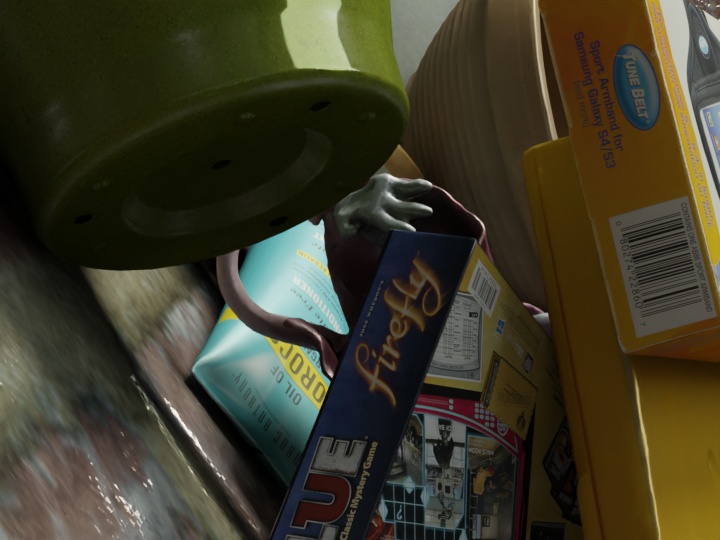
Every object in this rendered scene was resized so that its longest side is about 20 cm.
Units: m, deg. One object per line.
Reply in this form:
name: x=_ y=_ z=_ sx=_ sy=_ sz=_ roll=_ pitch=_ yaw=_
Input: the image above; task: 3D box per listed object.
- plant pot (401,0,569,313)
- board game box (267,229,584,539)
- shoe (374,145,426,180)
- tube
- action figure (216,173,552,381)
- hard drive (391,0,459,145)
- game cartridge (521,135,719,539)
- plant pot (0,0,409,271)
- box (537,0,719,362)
plant pot: x=0.080 y=-0.054 z=1.183 sx=0.201 sy=0.092 sz=0.202 roll=46 pitch=37 yaw=-50
board game box: x=0.041 y=0.095 z=0.851 sx=0.034 sy=0.136 sz=0.200 roll=7 pitch=-27 yaw=32
shoe: x=0.000 y=0.000 z=1.160 sx=0.070 sy=0.053 sz=0.201 roll=25 pitch=-29 yaw=27
tube: x=-0.030 y=0.025 z=1.017 sx=0.078 sy=0.050 sz=0.200 roll=48 pitch=21 yaw=-15
action figure: x=0.025 y=0.059 z=0.974 sx=0.148 sy=0.135 sz=0.200 roll=17 pitch=-21 yaw=21
hard drive: x=-0.009 y=-0.129 z=1.171 sx=0.200 sy=0.033 sz=0.141 roll=44 pitch=56 yaw=-52
game cartridge: x=0.110 y=0.073 z=0.890 sx=0.176 sy=0.032 sz=0.202 roll=36 pitch=44 yaw=-61
plant pot: x=-0.074 y=-0.111 z=0.851 sx=0.200 sy=0.199 sz=0.194 roll=42 pitch=27 yaw=-69
box: x=0.120 y=-0.030 z=0.890 sx=0.200 sy=0.041 sz=0.120 roll=6 pitch=70 yaw=-67
